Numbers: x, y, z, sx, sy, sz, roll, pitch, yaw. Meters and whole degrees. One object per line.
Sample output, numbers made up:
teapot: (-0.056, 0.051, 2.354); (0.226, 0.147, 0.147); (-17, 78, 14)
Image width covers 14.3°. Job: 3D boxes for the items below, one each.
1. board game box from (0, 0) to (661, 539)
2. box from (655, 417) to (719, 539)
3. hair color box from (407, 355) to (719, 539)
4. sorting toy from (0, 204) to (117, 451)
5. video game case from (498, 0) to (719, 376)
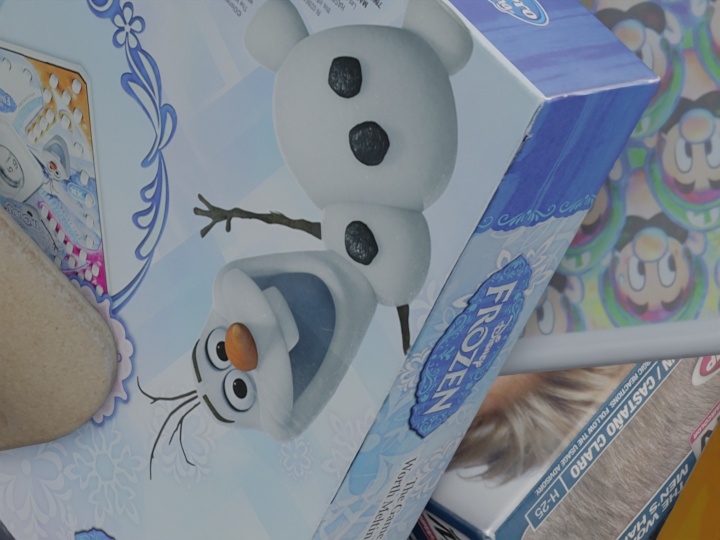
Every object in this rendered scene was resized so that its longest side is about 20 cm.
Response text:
board game box: (-0.048, -0.027, 0.661); (0.200, 0.043, 0.199); (47, 128, 27)
box: (0.123, 0.078, 0.713); (0.119, 0.200, 0.041); (-7, 44, -33)
hair color box: (0.000, 0.000, 0.729); (0.200, 0.061, 0.100); (30, 71, 36)
sorting toy: (-0.173, -0.020, 0.677); (0.185, 0.200, 0.037); (50, 48, -24)
video game case: (0.093, -0.075, 0.619); (0.200, 0.024, 0.182); (-7, 84, 26)
